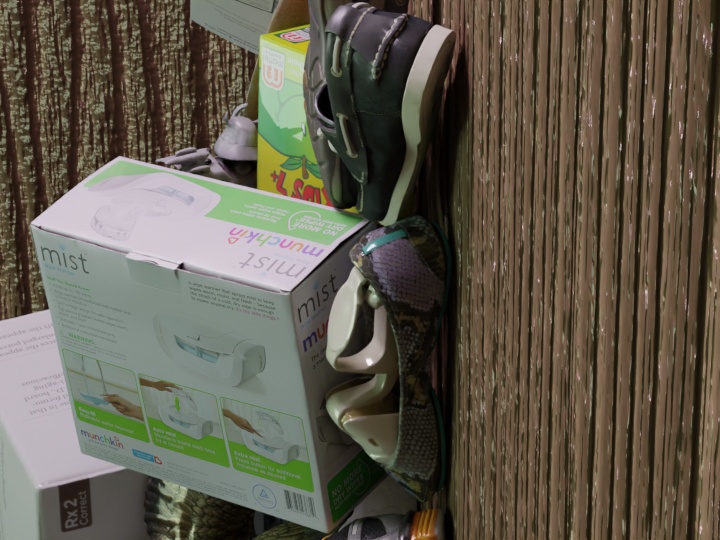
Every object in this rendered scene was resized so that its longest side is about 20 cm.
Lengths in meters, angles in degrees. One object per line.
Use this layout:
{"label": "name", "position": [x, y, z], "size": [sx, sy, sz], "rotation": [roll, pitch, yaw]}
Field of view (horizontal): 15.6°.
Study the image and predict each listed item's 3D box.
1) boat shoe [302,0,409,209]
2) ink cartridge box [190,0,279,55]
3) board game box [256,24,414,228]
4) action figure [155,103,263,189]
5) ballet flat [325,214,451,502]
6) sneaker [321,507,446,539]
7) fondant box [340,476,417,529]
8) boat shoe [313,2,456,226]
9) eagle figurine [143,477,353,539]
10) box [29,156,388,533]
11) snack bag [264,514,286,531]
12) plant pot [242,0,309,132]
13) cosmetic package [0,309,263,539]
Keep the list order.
{"label": "boat shoe", "position": [0.007, -0.123, 1.512], "size": [0.075, 0.073, 0.200], "rotation": [-105, 13, -53]}
{"label": "ink cartridge box", "position": [-0.048, -0.249, 1.765], "size": [0.200, 0.086, 0.147], "rotation": [96, -160, -71]}
{"label": "board game box", "position": [-0.016, -0.043, 1.644], "size": [0.101, 0.048, 0.200], "rotation": [25, 121, 43]}
{"label": "action figure", "position": [-0.103, -0.022, 1.709], "size": [0.069, 0.130, 0.200], "rotation": [54, 133, 47]}
{"label": "ballet flat", "position": [0.012, 0.057, 1.511], "size": [0.072, 0.072, 0.201], "rotation": [-98, 7, -53]}
{"label": "sneaker", "position": [0.011, 0.189, 1.617], "size": [0.200, 0.077, 0.078], "rotation": [94, 171, -68]}
{"label": "fondant box", "position": [-0.006, 0.191, 1.837], "size": [0.200, 0.058, 0.145], "rotation": [171, 96, -79]}
{"label": "boat shoe", "position": [0.009, -0.086, 1.436], "size": [0.200, 0.067, 0.072], "rotation": [94, -166, -68]}
{"label": "eagle figurine", "position": [-0.080, 0.180, 1.717], "size": [0.151, 0.151, 0.200], "rotation": [-56, -16, -41]}
{"label": "box", "position": [-0.086, 0.043, 1.596], "size": [0.097, 0.200, 0.177], "rotation": [-41, -47, -42]}
{"label": "snack bag", "position": [-0.067, 0.167, 1.871], "size": [0.189, 0.021, 0.200], "rotation": [-135, 45, -59]}
{"label": "plant pot", "position": [-0.024, -0.168, 1.739], "size": [0.200, 0.027, 0.200], "rotation": [23, -90, -83]}
{"label": "cosmetic package", "position": [-0.178, 0.141, 1.860], "size": [0.200, 0.165, 0.165], "rotation": [-127, 30, -49]}
